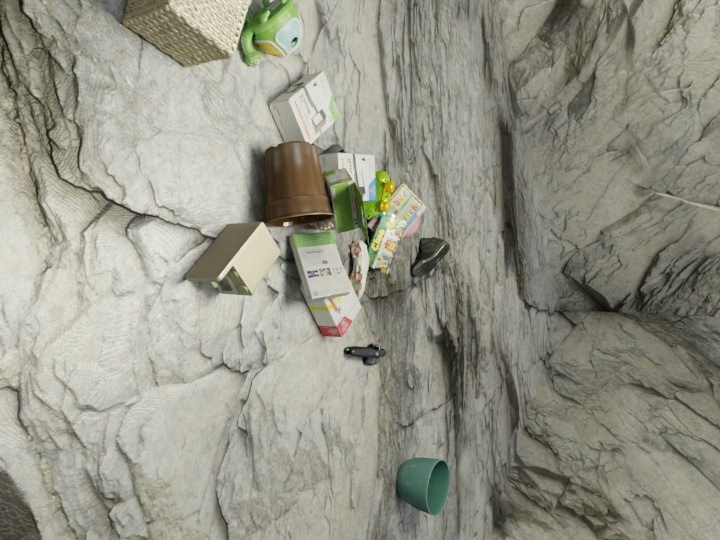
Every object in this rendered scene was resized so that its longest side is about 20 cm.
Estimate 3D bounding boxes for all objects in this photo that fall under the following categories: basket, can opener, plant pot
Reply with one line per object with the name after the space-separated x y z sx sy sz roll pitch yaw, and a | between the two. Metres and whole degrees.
-0.379 -0.576 1.187 0.198 0.194 0.166 23 76 -53 | basket
0.021 0.287 1.878 0.198 0.062 0.081 20 75 -54 | can opener
0.236 0.828 2.107 0.198 0.157 0.208 -1 91 -55 | plant pot
-0.182 -0.236 1.490 0.198 0.196 0.205 -6 87 -54 | plant pot

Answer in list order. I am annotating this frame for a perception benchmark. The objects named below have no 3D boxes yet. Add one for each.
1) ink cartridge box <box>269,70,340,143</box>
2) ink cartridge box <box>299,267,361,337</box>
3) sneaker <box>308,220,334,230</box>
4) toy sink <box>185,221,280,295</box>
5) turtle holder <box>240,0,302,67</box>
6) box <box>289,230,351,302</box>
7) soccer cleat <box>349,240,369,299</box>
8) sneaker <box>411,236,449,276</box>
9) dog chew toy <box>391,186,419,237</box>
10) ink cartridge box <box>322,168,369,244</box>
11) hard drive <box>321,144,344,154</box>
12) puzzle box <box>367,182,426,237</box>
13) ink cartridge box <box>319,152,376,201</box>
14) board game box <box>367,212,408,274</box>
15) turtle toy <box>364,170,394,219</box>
-0.160 -0.471 1.593 0.201 0.082 0.148 -54 132 -40 | ink cartridge box
-0.091 0.084 1.696 0.146 0.082 0.204 -54 131 -41 | ink cartridge box
-0.109 -0.159 1.684 0.196 0.076 0.081 4 82 -37 | sneaker
-0.312 -0.012 1.341 0.202 0.127 0.114 -59 135 -37 | toy sink
-0.232 -0.638 1.442 0.133 0.138 0.189 55 47 -41 | turtle holder
-0.119 -0.015 1.597 0.141 0.036 0.205 -7 72 -37 | box
0.000 0.000 1.845 0.077 0.068 0.207 15 75 -57 | soccer cleat
0.268 -0.062 2.234 0.199 0.114 0.077 -45 135 -10 | sneaker
0.140 -0.224 2.004 0.125 0.122 0.203 -52 123 -40 | dog chew toy
-0.042 -0.175 1.506 0.074 0.201 0.151 -13 123 -9 | ink cartridge box
-0.095 -0.304 1.724 0.201 0.041 0.137 -52 131 -41 | hard drive
0.130 -0.195 1.937 0.132 0.025 0.201 40 90 -17 | puzzle box
-0.038 -0.289 1.696 0.198 0.082 0.150 -13 102 -53 | ink cartridge box
0.087 -0.099 1.912 0.102 0.023 0.205 21 90 -16 | board game box
0.052 -0.263 1.872 0.102 0.141 0.205 63 39 -62 | turtle toy
